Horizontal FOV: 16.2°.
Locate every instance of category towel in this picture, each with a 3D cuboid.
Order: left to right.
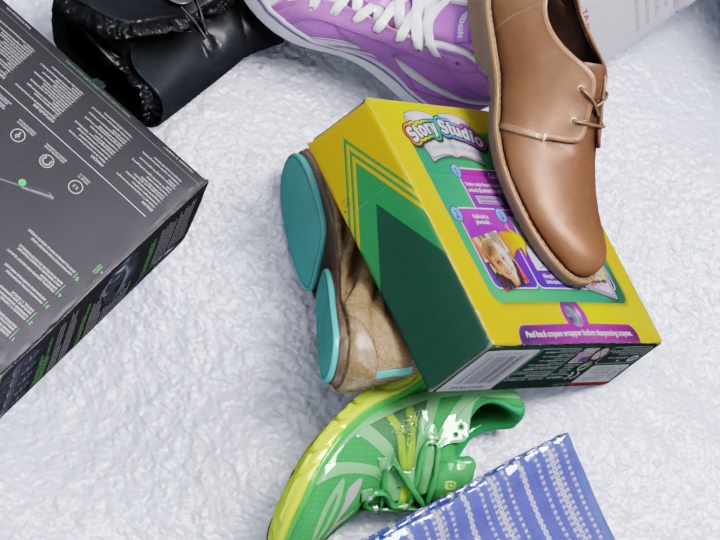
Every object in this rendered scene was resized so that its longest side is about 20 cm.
[{"bbox_3d":[0.074,0.199,1.488,0.199,0.024,0.145,-27,93,-26],"label":"towel"}]

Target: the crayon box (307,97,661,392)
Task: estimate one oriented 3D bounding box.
[{"bbox_3d":[0.079,-0.015,1.550,0.200,0.058,0.173,2,56,-54],"label":"crayon box"}]

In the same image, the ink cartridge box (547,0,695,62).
[{"bbox_3d":[0.184,-0.223,1.652,0.199,0.148,0.086,-34,73,-4],"label":"ink cartridge box"}]

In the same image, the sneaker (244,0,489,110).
[{"bbox_3d":[0.023,-0.167,1.595,0.200,0.114,0.073,26,73,-25],"label":"sneaker"}]

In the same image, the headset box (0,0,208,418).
[{"bbox_3d":[-0.223,-0.028,1.501,0.174,0.093,0.200,40,60,6],"label":"headset box"}]

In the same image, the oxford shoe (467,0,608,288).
[{"bbox_3d":[0.120,-0.090,1.532,0.071,0.071,0.201,-6,81,-54],"label":"oxford shoe"}]

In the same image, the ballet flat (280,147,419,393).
[{"bbox_3d":[0.000,0.000,1.545,0.072,0.068,0.200,4,36,-16],"label":"ballet flat"}]

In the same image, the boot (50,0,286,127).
[{"bbox_3d":[-0.132,-0.203,1.627,0.168,0.076,0.201,-31,81,-31],"label":"boot"}]

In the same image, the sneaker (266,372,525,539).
[{"bbox_3d":[0.024,0.112,1.513,0.084,0.074,0.200,44,60,13],"label":"sneaker"}]
